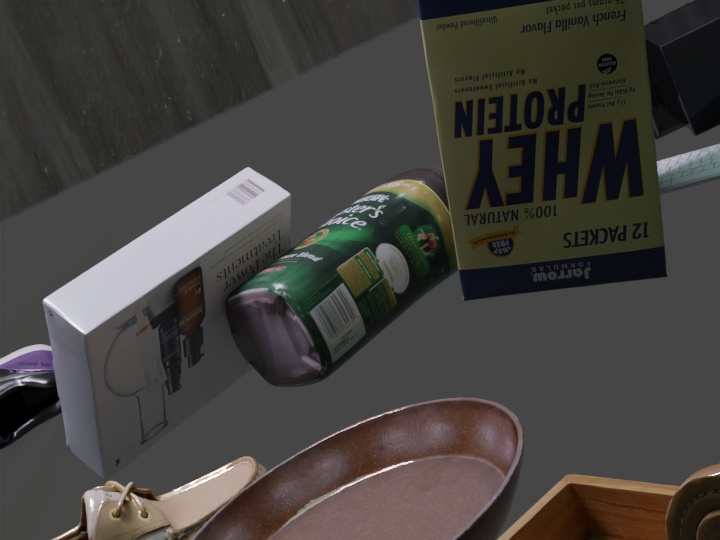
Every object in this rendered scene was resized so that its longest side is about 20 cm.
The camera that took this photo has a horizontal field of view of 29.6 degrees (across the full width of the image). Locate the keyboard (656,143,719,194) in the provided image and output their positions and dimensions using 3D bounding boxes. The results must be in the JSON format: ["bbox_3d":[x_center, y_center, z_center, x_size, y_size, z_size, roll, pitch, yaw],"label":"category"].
[{"bbox_3d":[0.280,-0.084,0.972,0.198,0.011,0.056,-15,18,38],"label":"keyboard"}]

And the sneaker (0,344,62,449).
[{"bbox_3d":[-0.348,0.133,1.202,0.198,0.077,0.088,-29,21,-10],"label":"sneaker"}]

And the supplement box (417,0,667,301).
[{"bbox_3d":[0.123,-0.117,0.909,0.132,0.203,0.200,-6,21,11],"label":"supplement box"}]

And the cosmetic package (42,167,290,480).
[{"bbox_3d":[-0.134,0.038,1.001,0.051,0.152,0.199,33,51,27],"label":"cosmetic package"}]

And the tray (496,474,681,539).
[{"bbox_3d":[0.119,0.123,0.490,0.098,0.037,0.199,-36,16,-30],"label":"tray"}]

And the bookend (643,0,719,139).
[{"bbox_3d":[0.314,-0.163,1.016,0.196,0.093,0.200,-26,15,6],"label":"bookend"}]

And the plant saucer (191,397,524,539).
[{"bbox_3d":[-0.004,0.131,0.679,0.198,0.035,0.201,-24,15,7],"label":"plant saucer"}]

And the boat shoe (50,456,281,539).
[{"bbox_3d":[-0.137,0.154,0.757,0.198,0.070,0.074,-31,15,-16],"label":"boat shoe"}]

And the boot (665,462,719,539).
[{"bbox_3d":[0.201,0.057,0.402,0.197,0.078,0.156,4,33,25],"label":"boot"}]

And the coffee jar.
[{"bbox_3d":[0.000,0.000,1.015,0.199,0.086,0.104,-37,13,-36],"label":"coffee jar"}]
